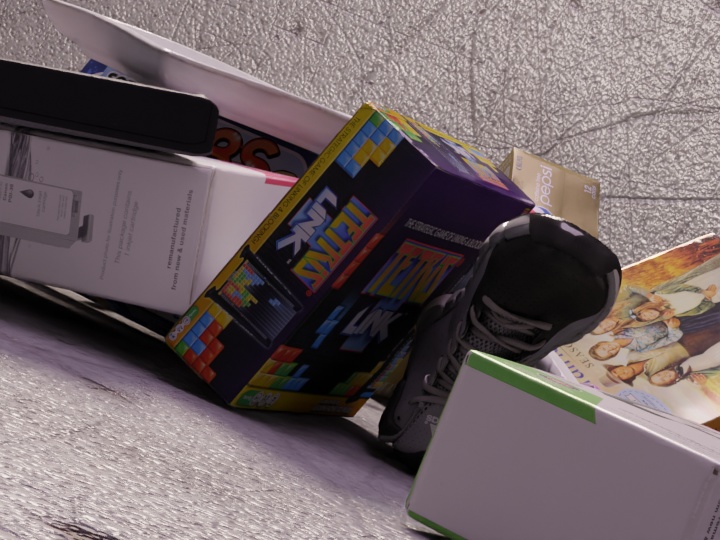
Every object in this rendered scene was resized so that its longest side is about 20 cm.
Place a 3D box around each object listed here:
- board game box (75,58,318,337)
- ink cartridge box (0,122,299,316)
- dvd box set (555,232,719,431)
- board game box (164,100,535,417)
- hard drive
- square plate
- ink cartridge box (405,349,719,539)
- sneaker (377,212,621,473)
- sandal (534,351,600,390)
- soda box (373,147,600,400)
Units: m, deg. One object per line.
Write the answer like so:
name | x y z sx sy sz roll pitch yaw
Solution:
board game box | -0.125 -0.039 1.578 0.200 0.136 0.034 24 -22 33
ink cartridge box | -0.145 -0.032 1.450 0.199 0.083 0.146 12 3 21
dvd box set | 0.169 0.056 1.552 0.199 0.029 0.146 -20 42 -22
board game box | 0.000 0.000 1.414 0.057 0.165 0.200 45 10 16
hard drive | -0.167 -0.093 1.403 0.139 0.033 0.200 9 4 -18
square plate | -0.076 -0.106 1.562 0.199 0.029 0.198 20 4 -31
ink cartridge box | 0.141 0.113 1.193 0.145 0.084 0.200 23 3 38
sneaker | 0.066 0.054 1.362 0.075 0.116 0.200 30 -27 -5
sandal | 0.126 0.098 1.428 0.050 0.083 0.203 -1 27 -29
soda box | 0.076 0.013 1.659 0.064 0.068 0.200 21 -40 -17
